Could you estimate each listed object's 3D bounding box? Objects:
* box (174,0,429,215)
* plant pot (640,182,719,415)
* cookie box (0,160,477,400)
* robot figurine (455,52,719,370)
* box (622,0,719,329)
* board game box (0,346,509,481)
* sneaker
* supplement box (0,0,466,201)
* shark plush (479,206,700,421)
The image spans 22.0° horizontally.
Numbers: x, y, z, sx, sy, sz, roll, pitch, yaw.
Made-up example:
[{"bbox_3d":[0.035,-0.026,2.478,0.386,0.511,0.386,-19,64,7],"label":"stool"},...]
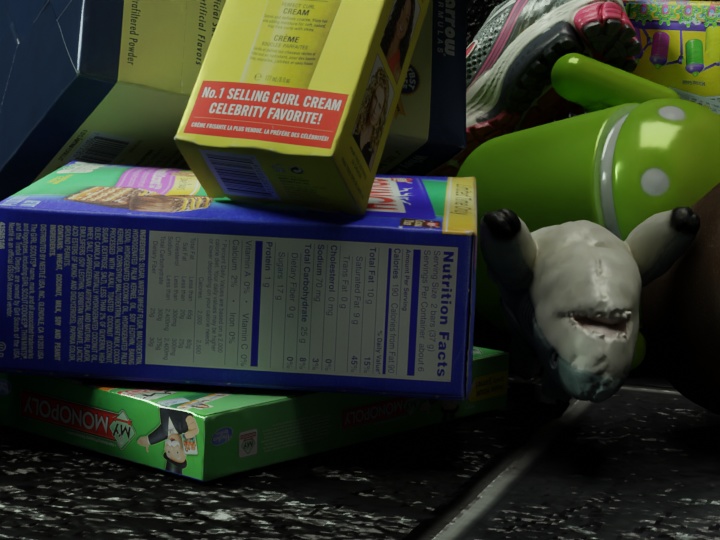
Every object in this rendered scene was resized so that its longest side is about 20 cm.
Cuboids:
[{"bbox_3d":[-0.010,-0.123,0.782,0.075,0.200,0.050,9,-25,21],"label":"box"},{"bbox_3d":[0.216,0.008,0.776,0.187,0.187,0.200,-3,-6,-31],"label":"plant pot"},{"bbox_3d":[-0.048,-0.001,0.826,0.200,0.075,0.171,3,10,3],"label":"cookie box"},{"bbox_3d":[0.129,-0.027,1.003,0.200,0.176,0.116,-11,-38,41],"label":"robot figurine"},{"bbox_3d":[0.243,-0.055,1.058,0.122,0.193,0.200,-4,11,-41],"label":"box"},{"bbox_3d":[-0.046,0.052,0.831,0.135,0.029,0.200,10,12,40],"label":"board game box"},{"bbox_3d":[0.081,-0.104,1.100,0.081,0.075,0.200,22,-49,-40],"label":"sneaker"},{"bbox_3d":[-0.075,-0.111,0.975,0.200,0.134,0.200,9,-18,-23],"label":"supplement box"},{"bbox_3d":[0.078,0.028,0.829,0.091,0.083,0.200,1,-11,-17],"label":"shark plush"}]
